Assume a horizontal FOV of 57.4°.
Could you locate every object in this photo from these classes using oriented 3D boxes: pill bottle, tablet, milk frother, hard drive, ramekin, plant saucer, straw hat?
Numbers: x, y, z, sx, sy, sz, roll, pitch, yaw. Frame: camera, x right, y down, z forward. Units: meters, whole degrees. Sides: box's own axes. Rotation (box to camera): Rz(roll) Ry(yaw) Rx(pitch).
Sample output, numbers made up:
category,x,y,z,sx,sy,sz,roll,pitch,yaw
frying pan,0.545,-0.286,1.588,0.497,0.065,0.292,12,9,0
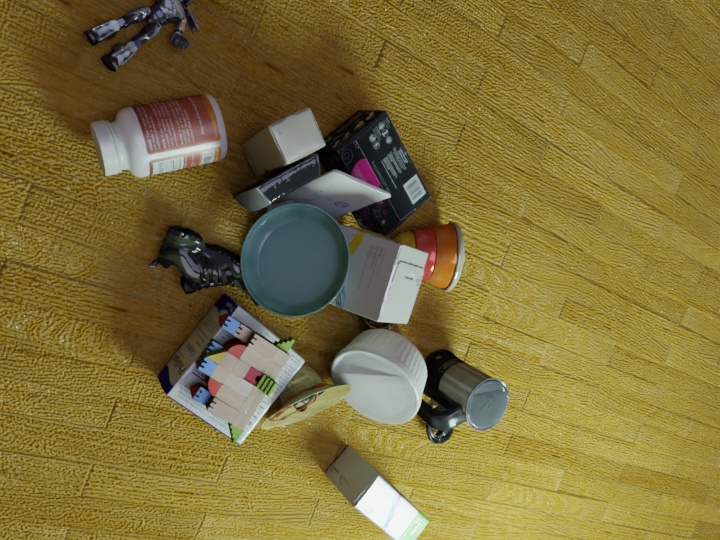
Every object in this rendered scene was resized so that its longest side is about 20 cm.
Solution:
category,x,y,z,sx,sy,sz,roll,pitch,yaw
pill bottle,-0.328,-0.217,1.077,0.198,0.112,0.114,-17,110,-25
tablet,-0.051,-0.134,1.206,0.129,0.199,0.014,19,71,-33
milk frother,0.224,0.311,1.472,0.180,0.188,0.201,-43,119,-12
hard drive,-0.145,-0.149,1.142,0.134,0.200,0.043,-32,103,-17
ramekin,0.045,0.209,1.349,0.094,0.200,0.204,-53,126,-44
plant saucer,-0.113,-0.017,1.169,0.197,0.036,0.203,-1,82,7
straw hat,-0.120,0.236,1.317,0.199,0.202,0.086,-18,68,-24

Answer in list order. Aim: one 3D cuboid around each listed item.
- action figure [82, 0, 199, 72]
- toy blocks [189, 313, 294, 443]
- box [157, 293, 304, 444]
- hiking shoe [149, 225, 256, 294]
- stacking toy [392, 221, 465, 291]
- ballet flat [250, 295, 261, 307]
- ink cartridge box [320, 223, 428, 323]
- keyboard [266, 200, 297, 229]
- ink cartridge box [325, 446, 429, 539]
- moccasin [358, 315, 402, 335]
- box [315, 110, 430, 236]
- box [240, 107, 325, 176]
category,x,y,z,sx,sy,sz,roll,pitch,yaw
action figure,-0.336,-0.400,1.054,0.200,0.069,0.131,-42,114,-17
toy blocks,-0.221,0.172,1.133,0.136,0.100,0.201,34,84,-19
box,-0.241,0.183,1.229,0.184,0.105,0.201,44,79,-29
hiking shoe,-0.277,0.003,1.192,0.199,0.076,0.101,32,95,-22
stacking toy,0.108,-0.038,1.378,0.197,0.146,0.148,6,100,-11
ballet flat,-0.147,-0.019,1.249,0.067,0.072,0.202,29,87,-26
ink cartridge box,0.000,0.000,1.236,0.147,0.198,0.146,11,97,-64
keyboard,-0.135,-0.025,1.208,0.056,0.011,0.203,-9,85,10
ink cartridge box,0.035,0.494,1.436,0.084,0.144,0.200,-48,119,-11
moccasin,0.040,0.092,1.378,0.073,0.078,0.203,-33,116,-18
box,0.024,-0.192,1.278,0.132,0.114,0.201,-41,119,-15
box,-0.137,-0.216,1.128,0.082,0.200,0.069,-29,103,-18
